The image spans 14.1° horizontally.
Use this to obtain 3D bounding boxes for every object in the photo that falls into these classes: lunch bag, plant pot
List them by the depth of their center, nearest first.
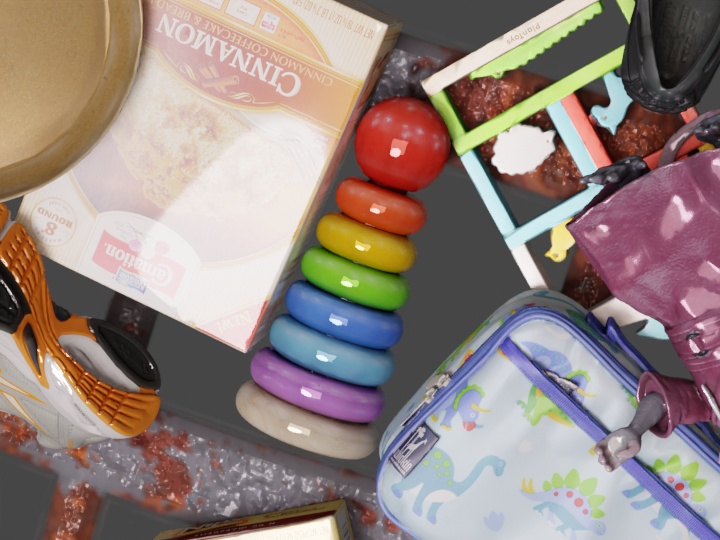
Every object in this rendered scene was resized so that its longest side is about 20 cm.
[{"bbox_3d":[-0.218,-0.135,1.586,0.198,0.027,0.202,0,89,-7],"label":"plant pot"},{"bbox_3d":[0.118,0.119,1.621,0.200,0.082,0.161,44,101,-6],"label":"lunch bag"}]

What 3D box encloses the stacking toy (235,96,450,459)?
[{"bbox_3d":[0.000,0.000,1.633,0.085,0.085,0.201,21,98,6],"label":"stacking toy"}]

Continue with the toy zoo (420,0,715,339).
[{"bbox_3d":[0.137,-0.049,1.638,0.131,0.020,0.201,-29,92,11],"label":"toy zoo"}]

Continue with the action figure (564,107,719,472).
[{"bbox_3d":[0.185,0.027,1.566,0.133,0.149,0.201,-20,98,18],"label":"action figure"}]

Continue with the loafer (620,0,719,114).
[{"bbox_3d":[0.188,-0.183,1.581,0.068,0.070,0.202,15,88,-1],"label":"loafer"}]

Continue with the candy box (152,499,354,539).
[{"bbox_3d":[-0.047,0.242,1.681,0.115,0.055,0.202,-11,94,10],"label":"candy box"}]

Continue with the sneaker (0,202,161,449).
[{"bbox_3d":[-0.208,0.032,1.629,0.092,0.076,0.200,-27,112,41],"label":"sneaker"}]

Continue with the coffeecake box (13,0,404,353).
[{"bbox_3d":[-0.087,-0.079,1.643,0.153,0.073,0.201,25,100,5],"label":"coffeecake box"}]
